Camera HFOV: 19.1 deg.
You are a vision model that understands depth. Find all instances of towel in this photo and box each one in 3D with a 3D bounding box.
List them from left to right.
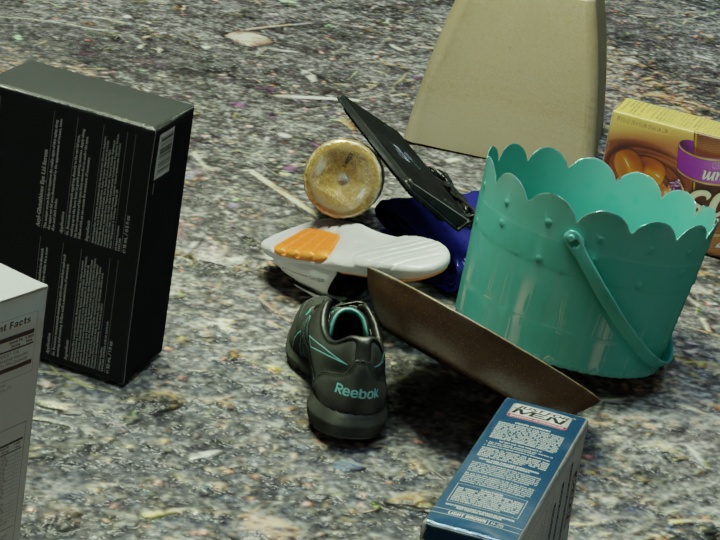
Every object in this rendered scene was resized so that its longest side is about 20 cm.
[{"bbox_3d":[0.128,-0.024,1.903,0.199,0.050,0.148,-5,29,-30],"label":"towel"}]

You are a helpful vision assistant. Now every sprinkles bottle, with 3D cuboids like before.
[{"bbox_3d":[-0.013,-0.081,1.877,0.068,0.069,0.200,10,3,0],"label":"sprinkles bottle"}]

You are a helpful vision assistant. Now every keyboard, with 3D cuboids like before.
[{"bbox_3d":[0.049,-0.084,1.867,0.127,0.021,0.200,32,13,-30],"label":"keyboard"}]

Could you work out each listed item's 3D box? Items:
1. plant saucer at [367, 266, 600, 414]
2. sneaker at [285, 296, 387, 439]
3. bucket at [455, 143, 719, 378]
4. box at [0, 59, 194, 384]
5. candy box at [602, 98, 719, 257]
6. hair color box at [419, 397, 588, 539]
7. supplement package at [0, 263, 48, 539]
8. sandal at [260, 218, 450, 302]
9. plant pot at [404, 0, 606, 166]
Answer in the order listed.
[{"bbox_3d":[0.083,0.061,1.588,0.200,0.037,0.200,30,-3,2],"label":"plant saucer"},{"bbox_3d":[-0.010,0.054,1.602,0.075,0.080,0.200,3,20,-12],"label":"sneaker"},{"bbox_3d":[0.178,-0.008,1.724,0.206,0.136,0.207,14,16,-4],"label":"bucket"},{"bbox_3d":[-0.210,-0.037,1.573,0.140,0.201,0.079,16,22,13],"label":"box"},{"bbox_3d":[0.329,-0.080,2.030,0.199,0.117,0.056,17,23,17],"label":"candy box"},{"bbox_3d":[0.086,0.165,1.330,0.060,0.101,0.200,14,21,15],"label":"hair color box"},{"bbox_3d":[-0.290,0.091,1.219,0.151,0.201,0.150,23,25,30],"label":"supplement package"},{"bbox_3d":[-0.006,0.003,1.752,0.079,0.060,0.206,-23,23,-35],"label":"sandal"},{"bbox_3d":[0.169,-0.227,2.250,0.198,0.178,0.200,12,22,6],"label":"plant pot"}]
